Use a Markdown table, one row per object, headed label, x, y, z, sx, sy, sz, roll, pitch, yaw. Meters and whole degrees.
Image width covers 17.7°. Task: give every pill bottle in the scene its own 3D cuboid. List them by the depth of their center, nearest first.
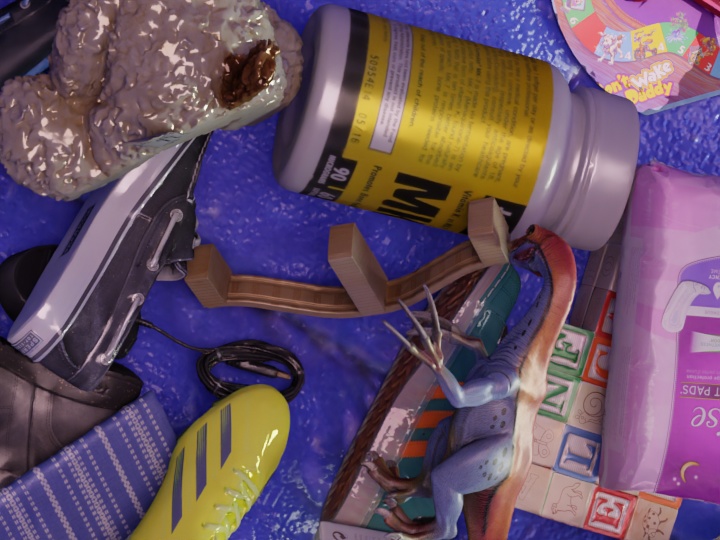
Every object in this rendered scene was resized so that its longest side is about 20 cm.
| label | x | y | z | sx | sy | sz | roll | pitch | yaw |
| --- | --- | --- | --- | --- | --- | --- | --- | --- | --- |
| pill bottle | 0.057 | -0.080 | 1.367 | 0.199 | 0.114 | 0.115 | 13 | 91 | -11 |

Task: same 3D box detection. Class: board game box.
| label | x | y | z | sx | sy | sz | roll | pitch | yaw |
| --- | --- | --- | --- | --- | --- | --- | --- | --- | --- |
| board game box | 0.217 | -0.188 | 1.429 | 0.199 | 0.039 | 0.159 | -16 | 96 | -9 |

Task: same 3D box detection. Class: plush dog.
| label | x | y | z | sx | sy | sz | roll | pitch | yaw |
| --- | --- | --- | --- | --- | --- | --- | --- | --- | --- |
| plush dog | -0.117 | -0.154 | 1.249 | 0.199 | 0.160 | 0.172 | -25 | 88 | -28 |

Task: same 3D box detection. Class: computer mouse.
| label | x | y | z | sx | sy | sz | roll | pitch | yaw |
| --- | --- | --- | --- | --- | --- | --- | --- | --- | --- |
| computer mouse | -0.127 | 0.039 | 1.383 | 0.199 | 0.034 | 0.059 | 24 | 53 | -16 |

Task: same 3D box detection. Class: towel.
| label | x | y | z | sx | sy | sz | roll | pitch | yaw |
| --- | --- | --- | --- | --- | --- | --- | --- | --- | --- |
| towel | -0.175 | 0.180 | 1.349 | 0.200 | 0.024 | 0.145 | -34 | 118 | -20 |

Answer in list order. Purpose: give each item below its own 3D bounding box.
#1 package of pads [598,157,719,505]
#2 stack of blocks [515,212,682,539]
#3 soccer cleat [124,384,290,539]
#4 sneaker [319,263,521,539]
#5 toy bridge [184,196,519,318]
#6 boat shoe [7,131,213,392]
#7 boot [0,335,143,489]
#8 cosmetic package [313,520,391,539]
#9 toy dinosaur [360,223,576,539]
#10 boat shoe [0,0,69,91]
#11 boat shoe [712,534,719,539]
| label | x | y | z | sx | sy | sz | roll | pitch | yaw |
| --- | --- | --- | --- | --- | --- | --- | --- | --- | --- |
| package of pads | 0.209 | 0.038 | 1.365 | 0.120 | 0.076 | 0.201 | 5 | 92 | -9 |
| stack of blocks | 0.158 | 0.059 | 1.424 | 0.115 | 0.059 | 0.201 | 18 | 90 | -12 |
| soccer cleat | -0.098 | 0.155 | 1.325 | 0.200 | 0.084 | 0.065 | -51 | 121 | -11 |
| sneaker | 0.054 | 0.087 | 1.403 | 0.080 | 0.071 | 0.201 | 28 | 96 | -12 |
| toy bridge | 0.000 | 0.000 | 1.363 | 0.199 | 0.067 | 0.027 | -8 | 53 | 18 |
| boat shoe | -0.126 | -0.021 | 1.341 | 0.068 | 0.072 | 0.201 | 37 | 63 | -16 |
| boot | -0.234 | 0.097 | 1.346 | 0.199 | 0.070 | 0.132 | 19 | 94 | -10 |
| cosmetic package | 0.057 | 0.230 | 1.384 | 0.199 | 0.081 | 0.113 | 11 | 124 | -10 |
| toy dinosaur | 0.079 | 0.072 | 1.310 | 0.200 | 0.105 | 0.181 | 42 | 107 | -17 |
| boat shoe | -0.190 | -0.153 | 1.332 | 0.200 | 0.084 | 0.069 | -42 | 97 | -8 |
| boat shoe | 0.220 | 0.194 | 1.398 | 0.201 | 0.073 | 0.063 | -12 | 109 | -49 |
